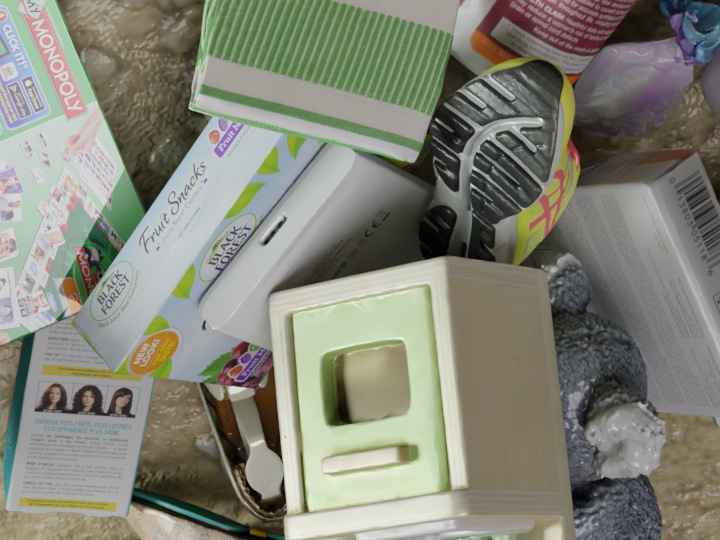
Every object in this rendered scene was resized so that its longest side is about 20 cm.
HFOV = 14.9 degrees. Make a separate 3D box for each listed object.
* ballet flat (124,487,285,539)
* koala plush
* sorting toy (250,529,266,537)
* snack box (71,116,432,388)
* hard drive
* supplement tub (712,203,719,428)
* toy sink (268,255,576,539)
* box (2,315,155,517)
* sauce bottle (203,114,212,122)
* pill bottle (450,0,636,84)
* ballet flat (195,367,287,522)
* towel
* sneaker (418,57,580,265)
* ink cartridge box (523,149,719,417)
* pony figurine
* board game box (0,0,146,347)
[{"bbox_3d":[-0.076,0.195,1.788,0.199,0.068,0.067,14,85,17],"label":"ballet flat"},{"bbox_3d":[0.117,0.101,1.659,0.183,0.178,0.200,-1,133,-20],"label":"koala plush"},{"bbox_3d":[-0.120,0.279,1.876,0.199,0.107,0.180,-7,133,-11],"label":"sorting toy"},{"bbox_3d":[-0.062,-0.025,1.623,0.142,0.053,0.200,11,119,-54],"label":"snack box"},{"bbox_3d":[0.000,0.000,1.649,0.132,0.027,0.200,-51,149,9],"label":"hard drive"},{"bbox_3d":[0.293,0.004,1.754,0.200,0.140,0.141,-26,126,5],"label":"supplement tub"},{"bbox_3d":[0.034,0.103,1.559,0.130,0.201,0.112,-11,169,36],"label":"toy sink"},{"bbox_3d":[-0.173,0.062,1.735,0.082,0.049,0.200,5,123,-15],"label":"box"},{"bbox_3d":[-0.021,-0.161,1.612,0.065,0.065,0.200,24,113,-27],"label":"sauce bottle"},{"bbox_3d":[0.127,-0.206,1.585,0.114,0.114,0.200,25,115,-27],"label":"pill bottle"},{"bbox_3d":[-0.072,0.078,1.764,0.067,0.062,0.200,-18,126,-2],"label":"ballet flat"},{"bbox_3d":[-0.012,-0.171,1.525,0.152,0.023,0.201,13,83,-23],"label":"towel"},{"bbox_3d":[0.091,-0.068,1.589,0.090,0.078,0.200,-39,164,-28],"label":"sneaker"},{"bbox_3d":[0.164,0.008,1.687,0.050,0.200,0.163,-31,106,-23],"label":"ink cartridge box"},{"bbox_3d":[0.226,-0.119,1.645,0.166,0.200,0.193,-11,142,-15],"label":"pony figurine"},{"bbox_3d":[-0.210,-0.061,1.615,0.134,0.029,0.200,-23,111,-6],"label":"board game box"}]
